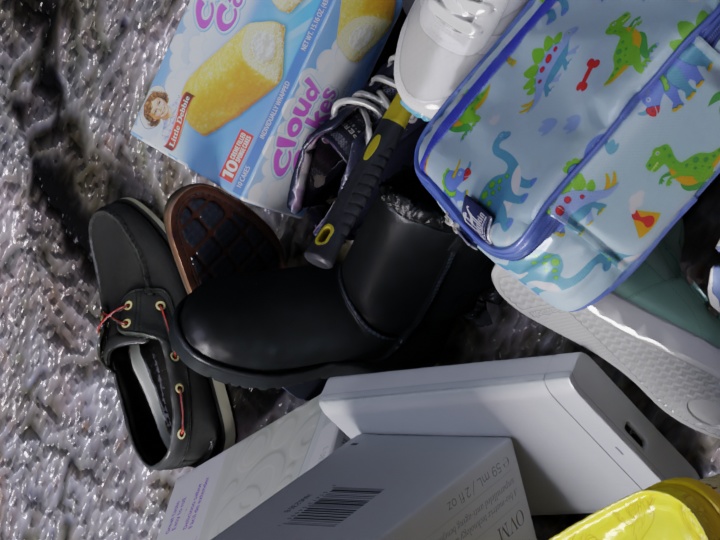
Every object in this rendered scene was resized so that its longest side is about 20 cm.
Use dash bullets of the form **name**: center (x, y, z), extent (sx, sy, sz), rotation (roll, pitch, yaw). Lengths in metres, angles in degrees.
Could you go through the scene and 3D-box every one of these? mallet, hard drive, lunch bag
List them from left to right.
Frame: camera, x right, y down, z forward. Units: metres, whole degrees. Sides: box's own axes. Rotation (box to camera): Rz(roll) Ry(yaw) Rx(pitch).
- **mallet**: center (0.030, -0.089, 1.367), extent (0.066, 0.041, 0.201), rotation (11, 70, 34)
- **hard drive**: center (0.087, 0.102, 1.418), extent (0.199, 0.132, 0.027), rotation (-8, 48, 44)
- **lunch bag**: center (0.124, -0.089, 1.251), extent (0.200, 0.082, 0.161), rotation (-49, 31, 8)

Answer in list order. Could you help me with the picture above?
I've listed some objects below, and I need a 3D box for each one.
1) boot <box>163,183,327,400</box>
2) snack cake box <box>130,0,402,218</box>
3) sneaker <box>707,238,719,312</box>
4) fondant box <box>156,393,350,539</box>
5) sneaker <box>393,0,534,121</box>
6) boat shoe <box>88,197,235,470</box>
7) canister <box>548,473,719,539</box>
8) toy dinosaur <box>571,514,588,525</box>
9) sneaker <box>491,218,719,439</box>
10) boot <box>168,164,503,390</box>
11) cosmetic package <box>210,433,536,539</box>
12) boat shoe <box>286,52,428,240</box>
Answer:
- **boot**: center (-0.091, 0.004, 1.541), extent (0.097, 0.075, 0.200), rotation (31, 161, 46)
- **snack cake box**: center (-0.051, -0.149, 1.501), extent (0.115, 0.067, 0.201), rotation (30, 98, 36)
- **sneaker**: center (0.269, -0.052, 1.249), extent (0.115, 0.080, 0.200), rotation (24, 106, 24)
- **fondant box**: center (-0.062, 0.173, 1.554), extent (0.200, 0.058, 0.145), rotation (-34, 30, 42)
- **sneaker**: center (0.073, -0.175, 1.311), extent (0.076, 0.081, 0.201), rotation (33, 100, 24)
- **boat shoe**: center (-0.150, 0.043, 1.672), extent (0.074, 0.063, 0.202), rotation (-31, 74, 44)
- **canister**: center (0.193, 0.154, 1.260), extent (0.148, 0.199, 0.087), rotation (-37, 71, 41)
- **toy dinosaur**: center (0.175, 0.219, 1.386), extent (0.200, 0.047, 0.088), rotation (35, 93, 34)
- **sneaker**: center (0.184, 0.009, 1.335), extent (0.200, 0.118, 0.074), rotation (34, 152, -3)
- **boot**: center (0.000, 0.001, 1.432), extent (0.163, 0.197, 0.074), rotation (-56, 39, 45)
- **cosmetic package**: center (0.013, 0.225, 1.369), extent (0.123, 0.199, 0.201), rotation (-1, 111, 39)
- **boat shoe**: center (0.027, -0.099, 1.453), extent (0.075, 0.093, 0.201), rotation (42, 122, 32)
